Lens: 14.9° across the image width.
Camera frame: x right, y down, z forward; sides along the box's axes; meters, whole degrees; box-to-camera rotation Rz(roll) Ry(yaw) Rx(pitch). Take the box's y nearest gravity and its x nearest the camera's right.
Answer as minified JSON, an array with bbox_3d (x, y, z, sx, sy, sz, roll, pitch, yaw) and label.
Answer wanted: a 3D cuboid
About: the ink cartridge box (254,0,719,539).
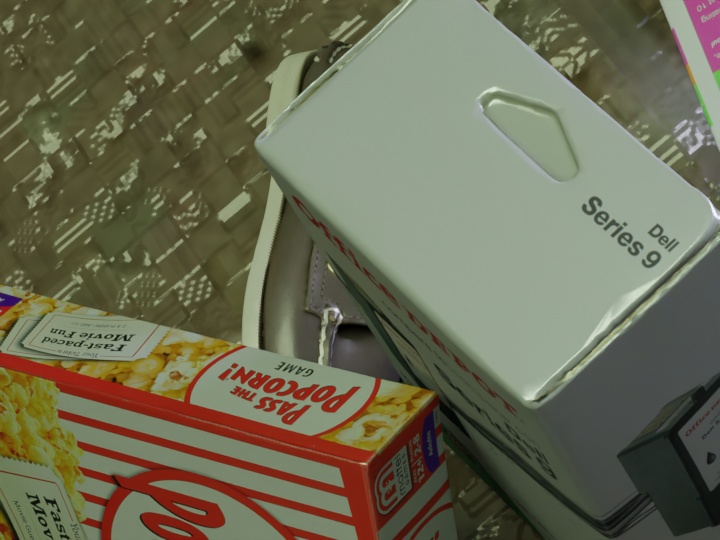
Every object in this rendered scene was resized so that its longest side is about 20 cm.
[{"bbox_3d":[0.065,0.021,0.890,0.084,0.200,0.146,-42,54,-7],"label":"ink cartridge box"}]

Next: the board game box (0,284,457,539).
[{"bbox_3d":[-0.057,0.094,0.958,0.199,0.152,0.046,12,37,32],"label":"board game box"}]

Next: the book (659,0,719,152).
[{"bbox_3d":[0.147,-0.139,0.890,0.133,0.048,0.201,-24,62,13],"label":"book"}]

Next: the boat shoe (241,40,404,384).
[{"bbox_3d":[0.000,0.000,1.022,0.059,0.072,0.201,-13,55,25],"label":"boat shoe"}]
